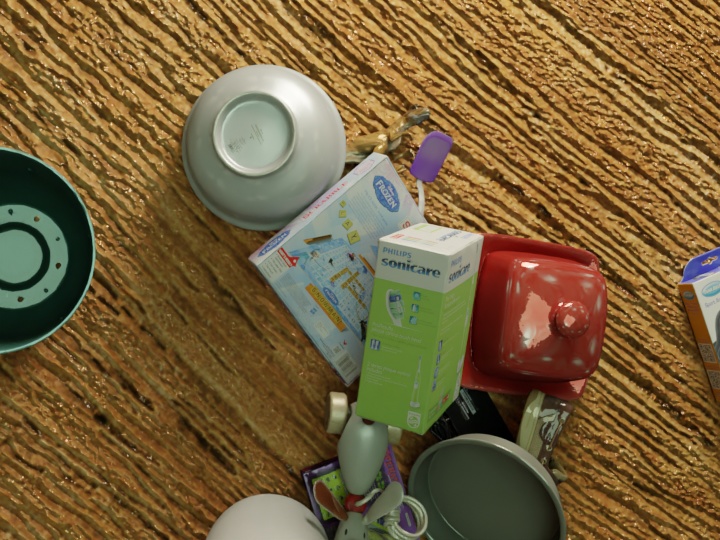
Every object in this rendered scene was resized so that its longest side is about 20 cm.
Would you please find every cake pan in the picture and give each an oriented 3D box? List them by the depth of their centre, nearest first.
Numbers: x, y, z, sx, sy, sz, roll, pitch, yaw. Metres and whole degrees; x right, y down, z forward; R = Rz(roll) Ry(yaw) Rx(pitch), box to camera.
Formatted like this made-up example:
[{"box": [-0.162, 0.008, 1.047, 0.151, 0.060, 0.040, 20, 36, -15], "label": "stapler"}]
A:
[{"box": [0.153, 0.281, 1.036, 0.201, 0.199, 0.037, 57, 36, -6], "label": "cake pan"}]

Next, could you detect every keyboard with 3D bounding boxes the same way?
[{"box": [0.118, 0.177, 1.099, 0.104, 0.039, 0.201, -34, 96, -36], "label": "keyboard"}]

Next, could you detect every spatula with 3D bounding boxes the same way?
[{"box": [0.072, -0.076, 1.085, 0.056, 0.020, 0.203, 14, 89, -49], "label": "spatula"}]

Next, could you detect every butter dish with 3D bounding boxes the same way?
[{"box": [0.231, 0.060, 1.062, 0.197, 0.148, 0.203, 9, 86, -16], "label": "butter dish"}]

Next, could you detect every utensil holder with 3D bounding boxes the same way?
[{"box": [-0.108, 0.350, 0.934, 0.167, 0.200, 0.173, 0, 92, -4], "label": "utensil holder"}]

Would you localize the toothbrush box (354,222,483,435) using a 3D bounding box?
[{"box": [0.069, 0.059, 0.966, 0.085, 0.145, 0.203, 14, 105, 20], "label": "toothbrush box"}]

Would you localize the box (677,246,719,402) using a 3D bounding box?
[{"box": [0.520, 0.069, 1.190, 0.118, 0.041, 0.202, -21, 96, -13], "label": "box"}]

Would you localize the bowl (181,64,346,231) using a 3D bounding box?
[{"box": [-0.116, -0.150, 0.991, 0.198, 0.090, 0.204, 0, 87, 1], "label": "bowl"}]

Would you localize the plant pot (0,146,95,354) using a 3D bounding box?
[{"box": [-0.378, -0.017, 0.909, 0.198, 0.161, 0.204, 1, 88, -14], "label": "plant pot"}]

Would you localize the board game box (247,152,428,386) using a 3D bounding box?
[{"box": [0.000, 0.000, 1.030, 0.199, 0.041, 0.201, -39, 117, -10], "label": "board game box"}]

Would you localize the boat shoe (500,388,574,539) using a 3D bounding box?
[{"box": [0.222, 0.252, 1.073, 0.071, 0.072, 0.203, 13, 99, 14], "label": "boat shoe"}]

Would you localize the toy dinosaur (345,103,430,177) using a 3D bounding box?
[{"box": [0.002, -0.145, 1.070, 0.198, 0.061, 0.107, -21, 67, -16], "label": "toy dinosaur"}]

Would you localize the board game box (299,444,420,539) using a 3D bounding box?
[{"box": [0.010, 0.323, 1.064, 0.119, 0.032, 0.203, -17, 93, -11], "label": "board game box"}]

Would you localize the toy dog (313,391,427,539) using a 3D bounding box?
[{"box": [0.005, 0.233, 0.997, 0.130, 0.096, 0.202, -13, 77, -11], "label": "toy dog"}]
